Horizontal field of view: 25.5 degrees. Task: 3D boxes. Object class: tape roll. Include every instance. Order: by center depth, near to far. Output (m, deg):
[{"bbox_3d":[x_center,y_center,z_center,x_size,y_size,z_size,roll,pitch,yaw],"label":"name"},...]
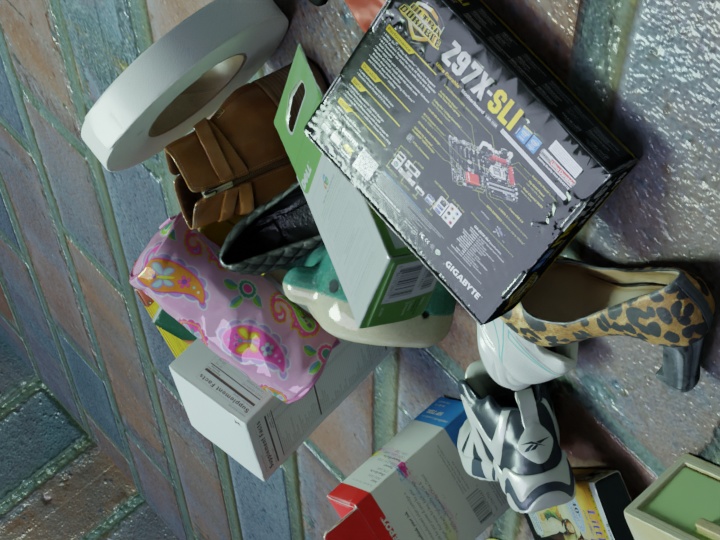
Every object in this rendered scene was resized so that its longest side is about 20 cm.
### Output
[{"bbox_3d":[-0.147,-0.159,1.335,0.037,0.202,0.203,51,160,3],"label":"tape roll"}]

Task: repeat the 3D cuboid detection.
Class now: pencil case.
[{"bbox_3d":[-0.112,0.035,1.441,0.199,0.088,0.087,38,162,-11],"label":"pencil case"}]

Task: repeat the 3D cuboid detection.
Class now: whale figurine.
[{"bbox_3d":[0.000,0.000,1.403,0.199,0.158,0.105,23,105,52],"label":"whale figurine"}]

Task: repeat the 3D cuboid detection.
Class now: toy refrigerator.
[{"bbox_3d":[0.291,0.206,1.167,0.199,0.076,0.070,22,145,55],"label":"toy refrigerator"}]

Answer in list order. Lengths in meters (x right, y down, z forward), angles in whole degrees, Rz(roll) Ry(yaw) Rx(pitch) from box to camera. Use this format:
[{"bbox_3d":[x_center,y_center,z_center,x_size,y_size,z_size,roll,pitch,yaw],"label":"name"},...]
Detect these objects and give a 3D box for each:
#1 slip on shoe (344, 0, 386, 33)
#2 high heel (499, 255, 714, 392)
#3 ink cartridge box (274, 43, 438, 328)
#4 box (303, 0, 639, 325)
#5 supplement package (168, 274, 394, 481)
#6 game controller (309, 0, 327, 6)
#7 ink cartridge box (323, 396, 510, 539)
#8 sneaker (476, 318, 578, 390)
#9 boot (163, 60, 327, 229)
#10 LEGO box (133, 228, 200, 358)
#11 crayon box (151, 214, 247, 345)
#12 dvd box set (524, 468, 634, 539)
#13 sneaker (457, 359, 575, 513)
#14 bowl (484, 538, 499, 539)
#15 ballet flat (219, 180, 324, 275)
[{"bbox_3d":[0.041,-0.137,1.165,0.201,0.061,0.074,57,161,-9],"label":"slip on shoe"},{"bbox_3d":[0.156,0.005,1.118,0.199,0.072,0.143,26,158,20],"label":"high heel"},{"bbox_3d":[0.000,-0.070,1.230,0.104,0.059,0.201,113,139,-56],"label":"ink cartridge box"},{"bbox_3d":[0.070,-0.087,1.097,0.200,0.049,0.160,47,126,14],"label":"box"},{"bbox_3d":[-0.074,0.085,1.571,0.109,0.200,0.114,33,153,28],"label":"supplement package"},{"bbox_3d":[-0.046,-0.277,1.129,0.201,0.042,0.105,93,155,-62],"label":"game controller"},{"bbox_3d":[0.050,0.232,1.558,0.117,0.199,0.067,59,159,-18],"label":"ink cartridge box"},{"bbox_3d":[0.109,0.003,1.261,0.080,0.070,0.201,-14,115,51],"label":"sneaker"},{"bbox_3d":[-0.084,-0.074,1.403,0.074,0.154,0.201,35,153,49],"label":"boot"},{"bbox_3d":[-0.133,0.050,1.713,0.201,0.148,0.077,62,-178,-23],"label":"LEGO box"},{"bbox_3d":[-0.125,-0.037,1.529,0.050,0.127,0.201,30,132,-3],"label":"crayon box"},{"bbox_3d":[0.207,0.250,1.427,0.148,0.029,0.200,68,164,-1],"label":"dvd box set"},{"bbox_3d":[0.126,0.123,1.407,0.199,0.079,0.131,-120,18,-77],"label":"sneaker"},{"bbox_3d":[0.169,0.401,1.739,0.201,0.094,0.201,45,159,22],"label":"bowl"},{"bbox_3d":[-0.036,-0.052,1.336,0.067,0.199,0.057,54,-155,0],"label":"ballet flat"}]
